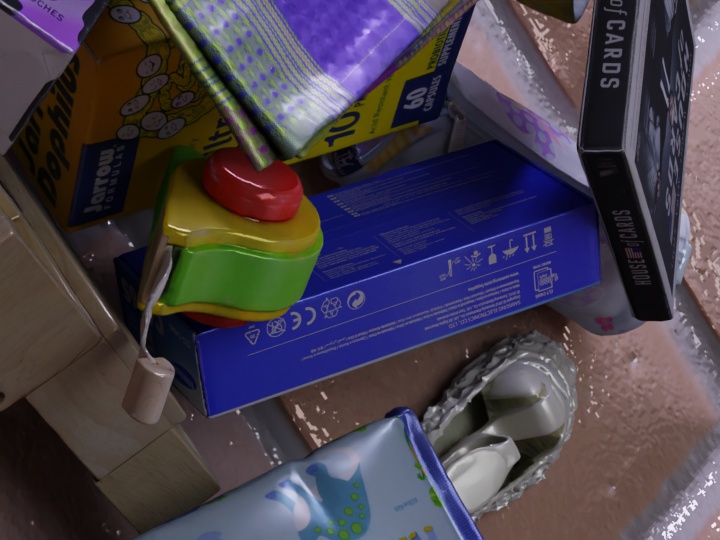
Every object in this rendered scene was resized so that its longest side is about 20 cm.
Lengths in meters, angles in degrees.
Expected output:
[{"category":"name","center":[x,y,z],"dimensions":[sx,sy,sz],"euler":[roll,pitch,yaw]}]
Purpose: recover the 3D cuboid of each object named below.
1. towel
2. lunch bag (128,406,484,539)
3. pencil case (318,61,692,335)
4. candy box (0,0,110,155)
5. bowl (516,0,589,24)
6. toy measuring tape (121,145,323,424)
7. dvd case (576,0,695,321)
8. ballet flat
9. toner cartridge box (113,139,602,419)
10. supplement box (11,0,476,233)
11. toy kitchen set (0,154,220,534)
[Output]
[{"category":"towel","center":[-0.020,-0.139,0.887],"dimensions":[0.144,0.023,0.200],"euler":[58,40,-11]},{"category":"lunch bag","center":[-0.014,0.183,0.915],"dimensions":[0.169,0.127,0.201],"euler":[-23,81,-32]},{"category":"pencil case","center":[0.075,-0.043,1.148],"dimensions":[0.199,0.090,0.084],"euler":[31,56,-29]},{"category":"candy box","center":[-0.150,-0.171,0.862],"dimensions":[0.167,0.072,0.201],"euler":[35,46,-10]},{"category":"bowl","center":[0.072,-0.223,1.046],"dimensions":[0.107,0.201,0.201],"euler":[15,56,9]},{"category":"toy measuring tape","center":[-0.050,0.005,0.892],"dimensions":[0.074,0.073,0.200],"euler":[43,20,-20]},{"category":"dvd case","center":[0.130,-0.081,1.050],"dimensions":[0.200,0.025,0.152],"euler":[57,38,-64]},{"category":"ballet flat","center":[0.062,0.088,1.105],"dimensions":[0.200,0.072,0.072],"euler":[-38,100,-43]},{"category":"toner cartridge box","center":[0.000,0.000,1.018],"dimensions":[0.199,0.095,0.043],"euler":[-18,117,-21]},{"category":"supplement box","center":[-0.059,-0.114,0.995],"dimensions":[0.199,0.109,0.110],"euler":[-19,58,-28]},{"category":"toy kitchen set","center":[-0.194,0.036,0.916],"dimensions":[0.163,0.180,0.200],"euler":[52,-4,38]}]
